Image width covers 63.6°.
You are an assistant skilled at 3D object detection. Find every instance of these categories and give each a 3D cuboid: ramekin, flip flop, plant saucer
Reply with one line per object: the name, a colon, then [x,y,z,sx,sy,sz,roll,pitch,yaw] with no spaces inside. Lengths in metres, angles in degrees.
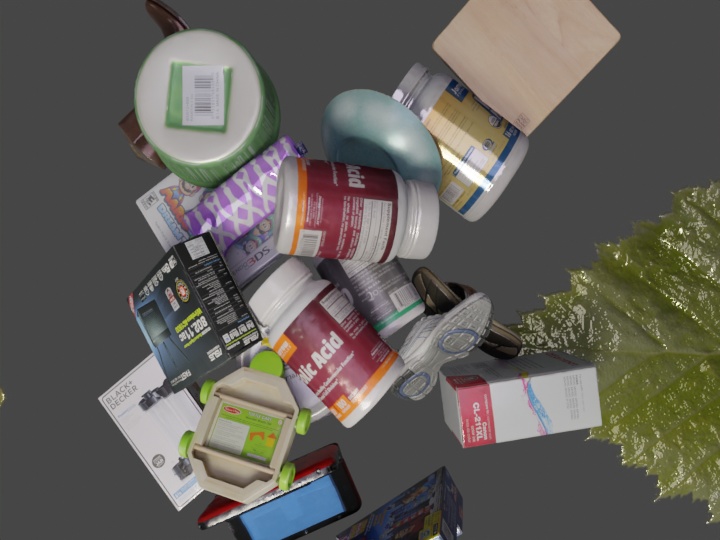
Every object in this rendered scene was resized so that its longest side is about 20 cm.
ramekin: [-0.210,-0.224,0.798,0.192,0.098,0.208,0,88,-2]
flip flop: [0.161,0.058,0.876,0.196,0.082,0.058,32,58,1]
ramekin: [-0.093,0.128,0.851,0.194,0.094,0.211,0,88,-2]
plant saucer: [0.019,-0.151,0.813,0.198,0.202,0.039,36,56,1]

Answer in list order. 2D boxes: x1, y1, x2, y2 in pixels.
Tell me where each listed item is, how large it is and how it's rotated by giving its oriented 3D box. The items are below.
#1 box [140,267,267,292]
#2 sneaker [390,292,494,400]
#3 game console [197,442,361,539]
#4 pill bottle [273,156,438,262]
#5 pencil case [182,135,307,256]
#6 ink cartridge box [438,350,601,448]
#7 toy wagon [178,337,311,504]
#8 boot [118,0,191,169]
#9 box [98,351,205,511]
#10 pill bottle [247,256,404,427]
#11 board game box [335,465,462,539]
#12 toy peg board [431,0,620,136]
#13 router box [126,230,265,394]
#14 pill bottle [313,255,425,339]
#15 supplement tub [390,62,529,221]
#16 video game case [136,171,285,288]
box: [-0.222,-0.003,0.880,0.199,0.035,0.110,-43,90,-2]
sneaker: [0.107,0.095,0.831,0.074,0.088,0.200,31,117,-29]
game console: [-0.102,0.339,0.810,0.194,0.172,0.122,-23,85,-2]
pill bottle: [-0.007,-0.073,0.731,0.193,0.114,0.119,5,88,-16]
pencil case: [-0.147,-0.097,0.798,0.198,0.084,0.087,-37,90,0]
ink cartridge box: [0.222,0.179,0.833,0.192,0.146,0.086,-8,90,-1]
toy wagon: [-0.140,0.189,0.759,0.150,0.040,0.205,13,64,11]
boot: [-0.311,-0.280,0.876,0.186,0.064,0.201,42,93,2]
box: [-0.278,0.229,0.860,0.115,0.060,0.203,-35,90,-2]
pill bottle: [-0.047,0.088,0.746,0.114,0.114,0.200,-45,86,-2]
board game box: [0.047,0.386,0.821,0.197,0.200,0.063,-33,89,12]
toy peg board: [0.244,-0.339,0.886,0.200,0.098,0.199,45,104,1]
router box: [-0.224,0.063,0.768,0.061,0.198,0.153,-28,87,-43]
pill bottle: [0.000,0.000,0.844,0.111,0.113,0.204,-31,82,-2]
supplement tub: [0.127,-0.186,0.840,0.197,0.145,0.147,36,88,-1]
video game case: [-0.208,-0.074,0.851,0.180,0.024,0.203,-36,79,-1]
